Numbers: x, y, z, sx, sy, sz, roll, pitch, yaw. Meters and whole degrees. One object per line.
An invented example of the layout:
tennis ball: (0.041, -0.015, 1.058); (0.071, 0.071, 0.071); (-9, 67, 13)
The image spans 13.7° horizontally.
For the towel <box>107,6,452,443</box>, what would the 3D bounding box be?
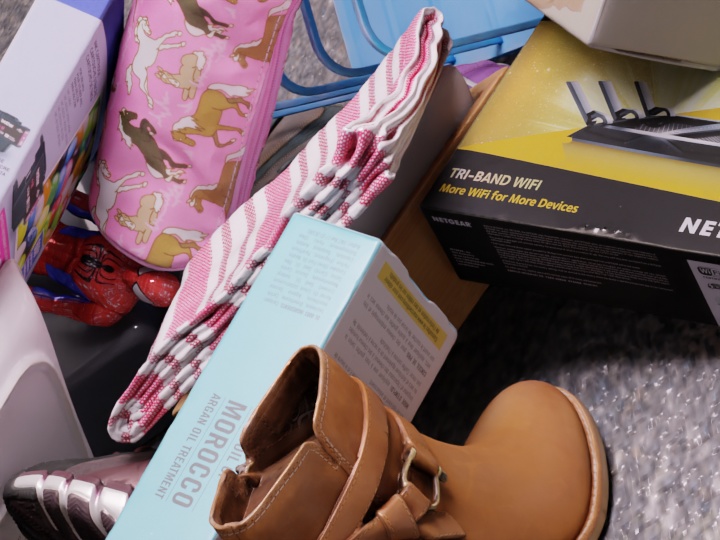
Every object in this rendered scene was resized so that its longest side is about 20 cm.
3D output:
towel: (-0.038, -0.023, 1.331); (0.200, 0.030, 0.146); (-45, 10, 28)

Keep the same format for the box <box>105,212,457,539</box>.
box: (-0.040, 0.084, 1.214); (0.049, 0.082, 0.200); (18, 70, 36)

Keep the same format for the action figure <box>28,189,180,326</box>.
action figure: (-0.172, -0.016, 1.515); (0.200, 0.052, 0.066); (18, 81, 28)

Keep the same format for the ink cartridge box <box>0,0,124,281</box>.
ink cartridge box: (-0.157, -0.063, 1.437); (0.119, 0.042, 0.200); (100, -168, -62)

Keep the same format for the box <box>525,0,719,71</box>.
box: (0.090, -0.171, 1.301); (0.200, 0.078, 0.095); (41, 118, 49)

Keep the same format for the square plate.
square plate: (-0.172, 0.132, 1.401); (0.028, 0.198, 0.200); (9, 49, 23)

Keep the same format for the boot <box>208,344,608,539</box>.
boot: (0.021, 0.080, 1.195); (0.074, 0.155, 0.200); (-22, 32, 34)

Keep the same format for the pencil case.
pencil case: (-0.072, -0.099, 1.434); (0.083, 0.086, 0.200); (-98, 20, -56)

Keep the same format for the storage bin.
storage bin: (-0.163, 0.043, 1.591); (0.200, 0.145, 0.135); (-35, 53, 16)

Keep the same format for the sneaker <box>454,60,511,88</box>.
sneaker: (0.114, -0.081, 1.434); (0.114, 0.073, 0.200); (-45, 34, -13)

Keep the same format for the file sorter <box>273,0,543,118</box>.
file sorter: (-0.007, -0.159, 1.519); (0.122, 0.139, 0.200); (-15, -1, -30)

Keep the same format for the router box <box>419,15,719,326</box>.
router box: (0.148, -0.055, 1.278); (0.200, 0.052, 0.157); (10, 55, 37)

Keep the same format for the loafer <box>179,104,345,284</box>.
loafer: (-0.039, -0.028, 1.576); (0.063, 0.072, 0.200); (-8, 35, 25)

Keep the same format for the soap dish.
soap dish: (0.000, 0.000, 1.404); (0.157, 0.081, 0.200); (-55, 11, -25)

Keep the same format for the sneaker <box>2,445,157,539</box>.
sneaker: (-0.059, 0.097, 1.343); (0.200, 0.076, 0.116); (9, 47, 38)
